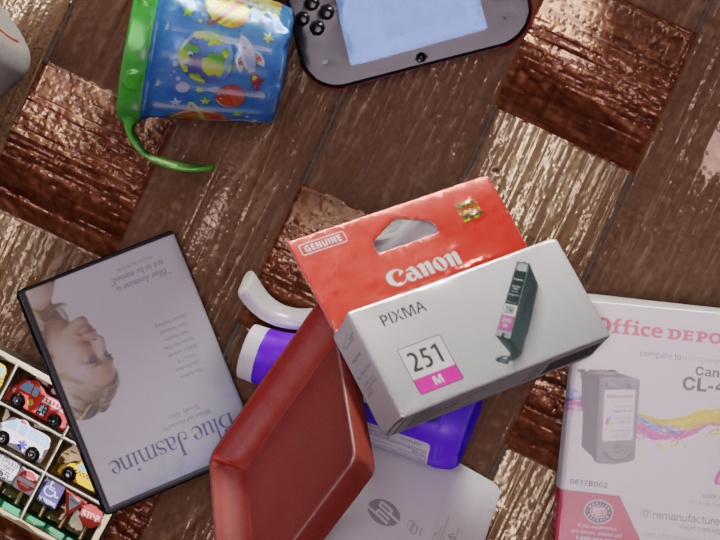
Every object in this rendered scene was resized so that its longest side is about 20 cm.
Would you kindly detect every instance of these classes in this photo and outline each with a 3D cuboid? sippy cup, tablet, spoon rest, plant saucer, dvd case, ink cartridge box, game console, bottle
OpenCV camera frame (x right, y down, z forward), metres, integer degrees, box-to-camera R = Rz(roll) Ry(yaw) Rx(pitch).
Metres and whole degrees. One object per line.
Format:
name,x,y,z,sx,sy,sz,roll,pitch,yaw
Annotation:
sippy cup,-0.124,-0.179,1.591,0.129,0.140,0.179,10,130,-5
tablet,0.035,0.205,1.546,0.130,0.200,0.014,27,126,-1
spoon rest,0.000,0.000,1.602,0.199,0.100,0.061,-20,112,20
plant saucer,-0.051,0.150,1.504,0.037,0.201,0.200,23,120,-22
dvd case,-0.185,0.084,1.626,0.142,0.018,0.201,-22,89,-16
ink cartridge box,0.068,0.015,1.498,0.199,0.044,0.174,-19,71,-28
ink cartridge box,0.236,0.126,1.573,0.146,0.086,0.202,5,93,6
game console,0.033,-0.253,1.617,0.199,0.031,0.178,-14,90,5
bottle,-0.002,0.097,1.598,0.199,0.084,0.066,18,130,9

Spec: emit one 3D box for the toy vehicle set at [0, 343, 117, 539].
toy vehicle set,-0.287,0.145,1.656,0.199,0.027,0.125,28,93,5

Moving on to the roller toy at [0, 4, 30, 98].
roller toy,-0.372,-0.192,1.586,0.140,0.200,0.183,-39,52,5
